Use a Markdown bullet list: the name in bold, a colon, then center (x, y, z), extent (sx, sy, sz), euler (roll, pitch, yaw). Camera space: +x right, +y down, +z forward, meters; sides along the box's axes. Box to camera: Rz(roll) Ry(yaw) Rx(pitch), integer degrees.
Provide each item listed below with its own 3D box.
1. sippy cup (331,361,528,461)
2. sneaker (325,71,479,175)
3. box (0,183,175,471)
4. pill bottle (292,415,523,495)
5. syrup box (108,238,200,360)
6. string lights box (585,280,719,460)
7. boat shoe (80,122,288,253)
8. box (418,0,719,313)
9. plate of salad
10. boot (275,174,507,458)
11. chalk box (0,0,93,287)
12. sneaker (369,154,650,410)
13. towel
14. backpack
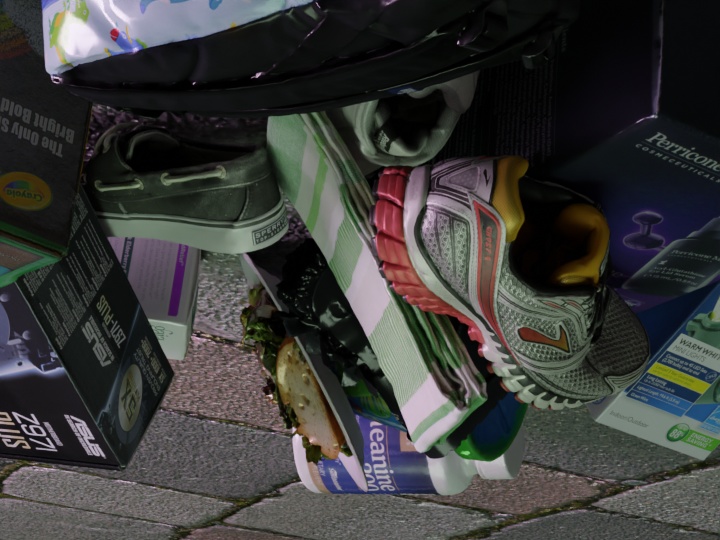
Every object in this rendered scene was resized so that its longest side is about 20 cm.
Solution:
- **sippy cup**: center (0.049, 0.068, 0.983), extent (0.129, 0.141, 0.178), euler (5, 150, 30)
- **sneaker**: center (0.011, -0.086, 0.672), extent (0.074, 0.082, 0.200), euler (10, 159, -15)
- **box**: center (-0.232, 0.025, 0.808), extent (0.162, 0.087, 0.201), euler (2, 134, 23)
- **pill bottle**: center (0.046, 0.151, 1.193), extent (0.198, 0.112, 0.111), euler (-3, 156, 21)
- **syrup box**: center (-0.217, 0.004, 0.942), extent (0.197, 0.082, 0.079), euler (9, 157, -5)
- **string lights box**: center (0.220, 0.012, 0.752), extent (0.102, 0.059, 0.201), euler (20, 119, -32)
- **boat shoe**: center (-0.130, -0.060, 0.796), extent (0.198, 0.071, 0.064), euler (7, 123, 32)
- **box**: center (0.140, -0.064, 0.659), extent (0.147, 0.106, 0.200), euler (17, 155, -24)
- **plate of salad**: center (-0.051, 0.079, 0.955), extent (0.048, 0.201, 0.200), euler (-28, 159, -8)
- **boot**: center (0.050, 0.007, 0.848), extent (0.163, 0.198, 0.073), euler (47, 168, -17)
- **chalk box**: center (-0.216, -0.061, 0.624), extent (0.123, 0.202, 0.124), euler (-15, 150, 41)
- **sneaker**: center (0.090, 0.010, 0.611), extent (0.081, 0.079, 0.199), euler (-12, 150, 36)
- **towel**: center (0.000, 0.000, 0.704), extent (0.023, 0.201, 0.153), euler (-28, 168, -12)
- **backpack**: center (-0.037, -0.123, 0.516), extent (0.198, 0.155, 0.163), euler (-22, 176, 30)
